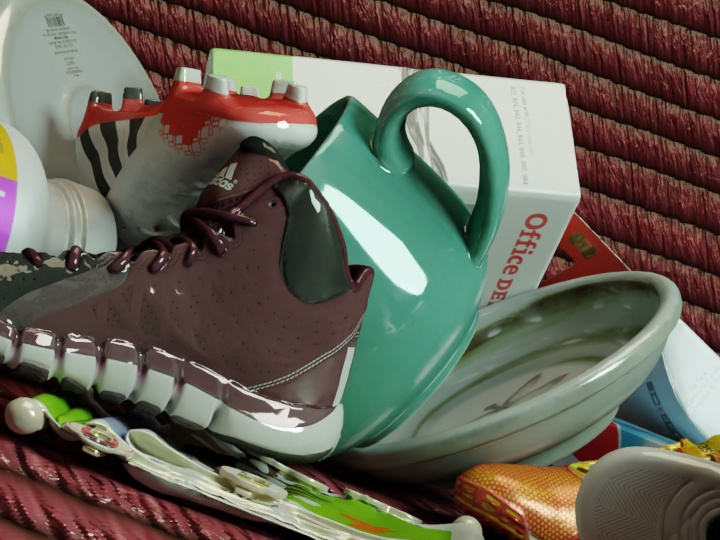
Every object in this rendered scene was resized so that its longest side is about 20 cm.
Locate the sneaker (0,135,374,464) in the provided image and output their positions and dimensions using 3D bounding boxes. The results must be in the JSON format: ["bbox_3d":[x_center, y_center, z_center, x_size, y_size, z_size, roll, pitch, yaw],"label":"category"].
[{"bbox_3d":[-0.084,-0.007,0.640,0.200,0.116,0.076,21,0,-23],"label":"sneaker"}]

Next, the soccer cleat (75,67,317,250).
[{"bbox_3d":[-0.078,-0.043,0.745,0.068,0.086,0.200,3,0,-31],"label":"soccer cleat"}]

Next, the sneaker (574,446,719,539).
[{"bbox_3d":[0.173,0.134,0.669,0.200,0.073,0.112,28,-1,4],"label":"sneaker"}]

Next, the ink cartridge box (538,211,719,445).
[{"bbox_3d":[0.154,0.065,0.971,0.200,0.057,0.163,41,-18,-3],"label":"ink cartridge box"}]

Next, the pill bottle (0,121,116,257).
[{"bbox_3d":[-0.204,-0.027,0.691,0.200,0.105,0.104,18,2,-41],"label":"pill bottle"}]

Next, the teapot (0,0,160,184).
[{"bbox_3d":[-0.199,-0.048,0.879,0.146,0.198,0.200,-18,-41,21],"label":"teapot"}]

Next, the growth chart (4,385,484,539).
[{"bbox_3d":[-0.037,0.082,0.644,0.199,0.018,0.145,21,0,-6],"label":"growth chart"}]

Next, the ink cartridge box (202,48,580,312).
[{"bbox_3d":[0.006,-0.037,0.913,0.199,0.084,0.146,5,-36,-11],"label":"ink cartridge box"}]

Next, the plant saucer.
[{"bbox_3d":[0.073,0.064,0.832,0.200,0.050,0.200,-23,11,5],"label":"plant saucer"}]

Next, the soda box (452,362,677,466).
[{"bbox_3d":[0.126,0.110,0.899,0.200,0.064,0.068,20,1,35],"label":"soda box"}]

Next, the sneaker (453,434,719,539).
[{"bbox_3d":[0.134,0.108,0.772,0.199,0.077,0.073,12,5,-24],"label":"sneaker"}]

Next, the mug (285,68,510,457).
[{"bbox_3d":[-0.008,0.008,0.748,0.114,0.152,0.185,43,-29,-10],"label":"mug"}]
